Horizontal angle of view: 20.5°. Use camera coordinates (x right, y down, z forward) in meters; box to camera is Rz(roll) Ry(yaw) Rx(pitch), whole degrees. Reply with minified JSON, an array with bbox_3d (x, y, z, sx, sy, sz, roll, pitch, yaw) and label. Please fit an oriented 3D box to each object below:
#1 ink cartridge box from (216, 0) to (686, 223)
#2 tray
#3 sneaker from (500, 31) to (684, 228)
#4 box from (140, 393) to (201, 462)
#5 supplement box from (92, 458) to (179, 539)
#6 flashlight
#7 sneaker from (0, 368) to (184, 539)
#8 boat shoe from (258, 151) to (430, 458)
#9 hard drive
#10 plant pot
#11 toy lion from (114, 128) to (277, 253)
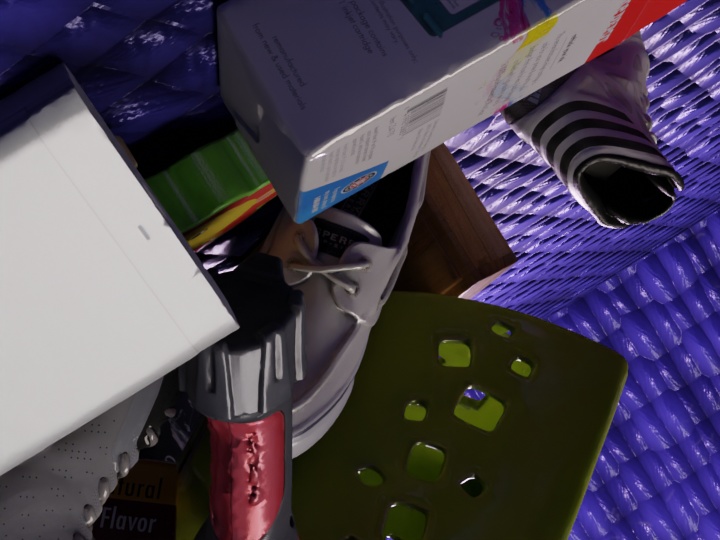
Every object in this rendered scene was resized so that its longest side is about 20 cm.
[{"bbox_3d":[0.047,-0.104,0.761,0.200,0.067,0.116,-30,173,-9],"label":"ink cartridge box"},{"bbox_3d":[0.000,0.000,1.112,0.037,0.099,0.200,-26,170,-35],"label":"tray"},{"bbox_3d":[0.132,-0.074,1.090,0.076,0.116,0.200,-35,172,23],"label":"sneaker"},{"bbox_3d":[-0.098,0.184,1.262,0.124,0.197,0.200,-37,-156,26],"label":"box"},{"bbox_3d":[-0.199,0.193,0.936,0.197,0.201,0.133,8,157,-19],"label":"supplement box"},{"bbox_3d":[-0.053,0.094,0.855,0.068,0.068,0.200,-17,133,-21],"label":"flashlight"},{"bbox_3d":[-0.120,0.097,0.886,0.200,0.116,0.075,-33,-170,-15],"label":"sneaker"},{"bbox_3d":[-0.013,-0.004,0.934,0.200,0.072,0.066,-60,174,-32],"label":"boat shoe"},{"bbox_3d":[-0.157,0.028,0.703,0.200,0.026,0.132,-32,133,0],"label":"hard drive"},{"bbox_3d":[-0.002,0.116,1.035,0.200,0.181,0.199,-63,-176,-34],"label":"plant pot"},{"bbox_3d":[-0.120,0.002,0.852,0.200,0.069,0.192,-33,179,14],"label":"toy lion"}]
